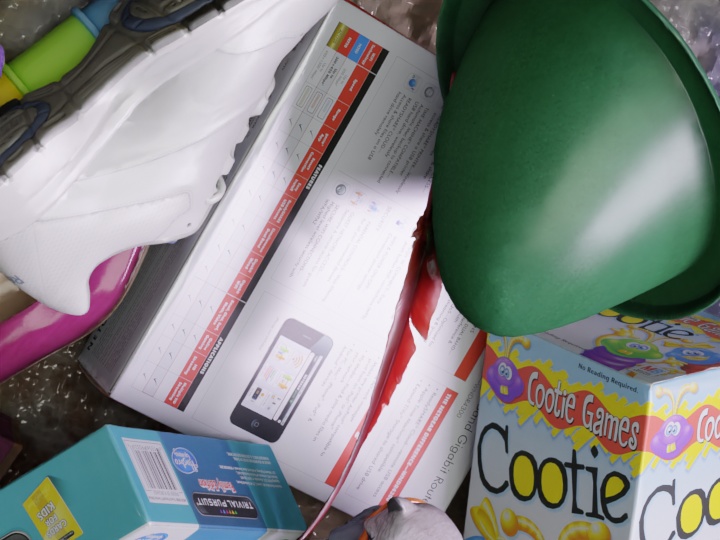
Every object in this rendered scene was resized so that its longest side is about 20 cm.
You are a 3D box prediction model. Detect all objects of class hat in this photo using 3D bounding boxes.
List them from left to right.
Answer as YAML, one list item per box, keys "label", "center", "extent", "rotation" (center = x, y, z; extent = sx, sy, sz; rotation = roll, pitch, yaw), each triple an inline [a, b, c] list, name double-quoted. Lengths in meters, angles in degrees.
- label: "hat"
  center: [0.040, -0.005, 1.056]
  extent: [0.176, 0.165, 0.201]
  rotation: [-34, 114, -31]

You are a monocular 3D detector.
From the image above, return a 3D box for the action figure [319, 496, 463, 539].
- label: "action figure"
  center: [-0.029, 0.154, 1.146]
  extent: [0.199, 0.193, 0.105]
  rotation: [4, 56, -38]

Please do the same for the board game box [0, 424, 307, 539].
- label: "board game box"
  center: [-0.140, 0.136, 1.114]
  extent: [0.200, 0.151, 0.047]
  rotation: [-32, 72, 17]

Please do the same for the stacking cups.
- label: "stacking cups"
  center: [-0.095, -0.105, 1.154]
  extent: [0.200, 0.061, 0.061]
  rotation: [-39, 107, -3]

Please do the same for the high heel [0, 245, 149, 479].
- label: "high heel"
  center: [-0.159, 0.003, 1.157]
  extent: [0.096, 0.067, 0.201]
  rotation: [30, 93, -20]

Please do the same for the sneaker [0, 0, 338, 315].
- label: "sneaker"
  center: [-0.082, -0.065, 1.112]
  extent: [0.200, 0.075, 0.087]
  rotation: [-39, 119, -1]

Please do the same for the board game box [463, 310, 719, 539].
- label: "board game box"
  center: [0.116, 0.121, 1.198]
  extent: [0.103, 0.105, 0.201]
  rotation: [-9, 112, -40]

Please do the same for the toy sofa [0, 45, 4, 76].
- label: "toy sofa"
  center: [-0.237, -0.130, 1.067]
  extent: [0.098, 0.083, 0.200]
  rotation: [-40, 84, -10]

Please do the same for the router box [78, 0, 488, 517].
- label: "router box"
  center: [0.000, 0.000, 1.187]
  extent: [0.179, 0.049, 0.201]
  rotation: [29, 93, -28]
